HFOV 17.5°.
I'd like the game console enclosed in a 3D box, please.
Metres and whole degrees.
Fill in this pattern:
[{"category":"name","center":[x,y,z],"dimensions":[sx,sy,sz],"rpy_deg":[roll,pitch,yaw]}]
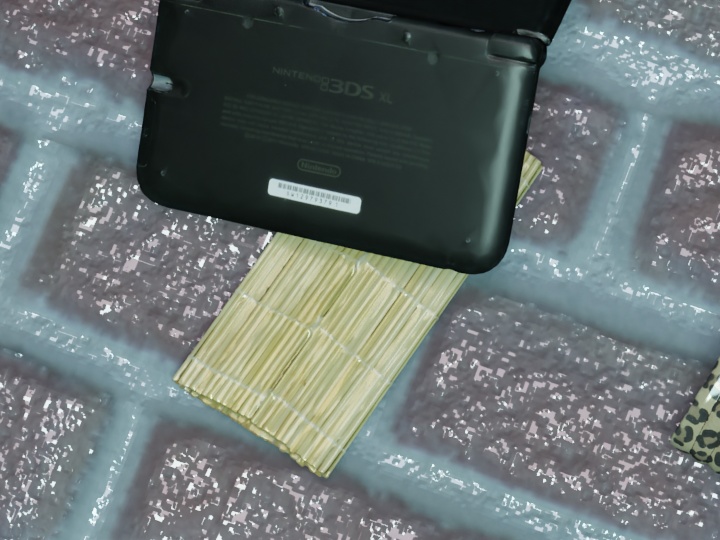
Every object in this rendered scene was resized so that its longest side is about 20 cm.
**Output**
[{"category":"game console","center":[0.004,-0.107,1.201],"dimensions":[0.198,0.116,0.177],"rpy_deg":[12,101,16]}]

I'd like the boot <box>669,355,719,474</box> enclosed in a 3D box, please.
[{"category":"boot","center":[0.255,0.050,1.111],"dimensions":[0.150,0.073,0.201],"rpy_deg":[32,83,15]}]

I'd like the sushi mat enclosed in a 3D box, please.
[{"category":"sushi mat","center":[0.000,0.000,1.180],"dimensions":[0.095,0.012,0.201],"rpy_deg":[32,77,16]}]
